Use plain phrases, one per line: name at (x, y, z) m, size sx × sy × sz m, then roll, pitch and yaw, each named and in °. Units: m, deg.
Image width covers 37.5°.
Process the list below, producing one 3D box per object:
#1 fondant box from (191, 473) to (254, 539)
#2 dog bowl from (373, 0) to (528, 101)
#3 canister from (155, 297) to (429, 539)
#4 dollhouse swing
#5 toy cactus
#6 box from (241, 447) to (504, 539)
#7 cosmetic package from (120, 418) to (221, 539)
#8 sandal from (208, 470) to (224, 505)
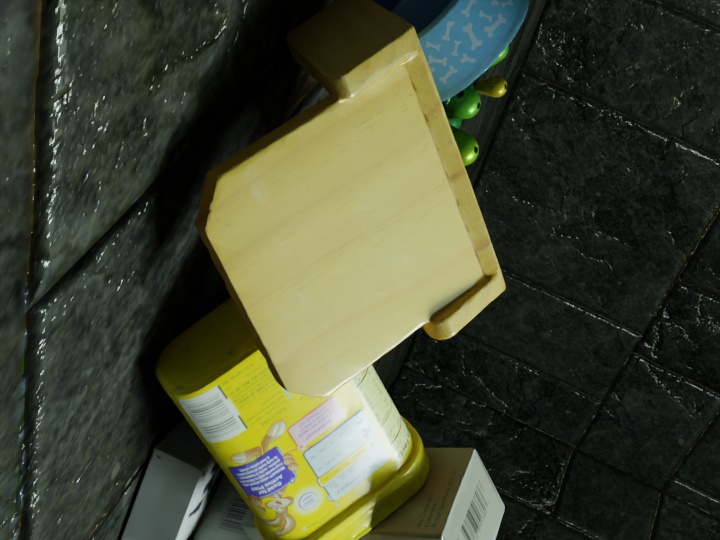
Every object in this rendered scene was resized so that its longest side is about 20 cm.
fondant box at (-0.092, 0.273, 1.017) m, size 0.201 × 0.058 × 0.145 m, roll 80°, pitch 26°, yaw -44°
dog bowl at (0.050, -0.193, 0.807) m, size 0.112 × 0.050 × 0.200 m, roll -48°, pitch -155°, yaw 4°
canister at (-0.048, 0.111, 0.808) m, size 0.148 × 0.087 × 0.201 m, roll -35°, pitch 124°, yaw -11°
dollhouse swing at (-0.022, -0.047, 0.724) m, size 0.175 × 0.201 × 0.182 m, roll -28°, pitch -151°, yaw -6°
toy cactus at (0.056, -0.130, 0.953) m, size 0.201 × 0.102 × 0.165 m, roll -66°, pitch -169°, yaw -15°
box at (0.009, 0.208, 0.896) m, size 0.078 × 0.199 × 0.095 m, roll 62°, pitch 38°, yaw -31°
cosmetic package at (-0.174, 0.232, 0.933) m, size 0.201 × 0.050 × 0.083 m, roll -68°, pitch 171°, yaw 19°
sandal at (-0.148, 0.242, 1.168) m, size 0.075 × 0.045 × 0.201 m, roll 101°, pitch 15°, yaw -57°
